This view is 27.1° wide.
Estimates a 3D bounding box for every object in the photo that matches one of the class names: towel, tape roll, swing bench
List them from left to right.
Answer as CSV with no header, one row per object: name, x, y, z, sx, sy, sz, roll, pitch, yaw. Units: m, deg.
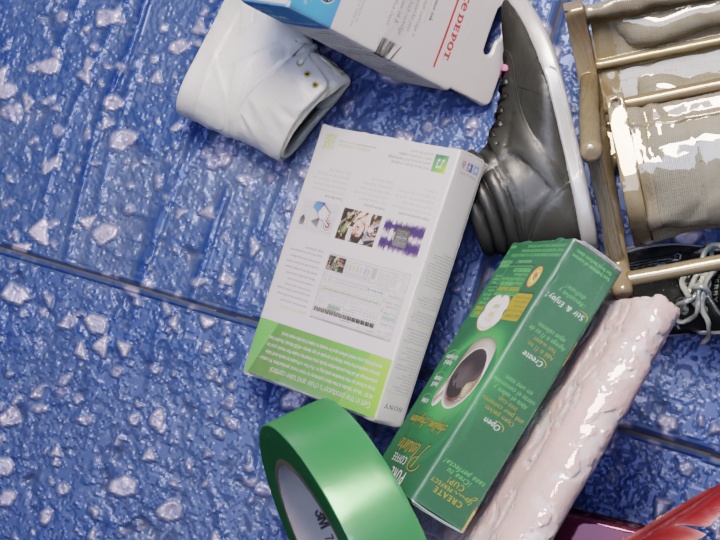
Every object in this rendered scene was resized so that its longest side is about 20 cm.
tape roll,-0.004,0.186,1.011,0.048,0.200,0.201,-23,77,-17
towel,0.113,0.105,0.991,0.032,0.191,0.200,35,77,-14
swing bench,0.251,-0.105,1.015,0.199,0.130,0.200,-10,38,12

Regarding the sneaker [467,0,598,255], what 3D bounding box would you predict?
sneaker,0.104,-0.102,1.089,0.099,0.071,0.200,-13,84,6

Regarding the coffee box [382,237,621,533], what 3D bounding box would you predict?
coffee box,0.087,0.072,0.996,0.044,0.123,0.200,34,82,-11

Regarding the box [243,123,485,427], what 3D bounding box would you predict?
box,0.000,0.000,1.086,0.144,0.036,0.200,16,86,44

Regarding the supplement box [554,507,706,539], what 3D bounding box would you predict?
supplement box,0.186,0.239,1.012,0.200,0.103,0.131,11,84,13

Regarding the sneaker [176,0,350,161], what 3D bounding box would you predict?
sneaker,-0.047,-0.184,1.138,0.115,0.074,0.200,28,99,13

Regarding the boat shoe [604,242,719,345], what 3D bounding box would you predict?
boat shoe,0.247,0.016,1.044,0.199,0.068,0.074,7,84,13

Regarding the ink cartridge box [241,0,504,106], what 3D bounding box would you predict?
ink cartridge box,0.024,-0.208,1.090,0.067,0.200,0.116,17,86,52

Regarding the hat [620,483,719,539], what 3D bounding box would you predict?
hat,0.163,0.185,0.949,0.200,0.166,0.176,10,46,2
